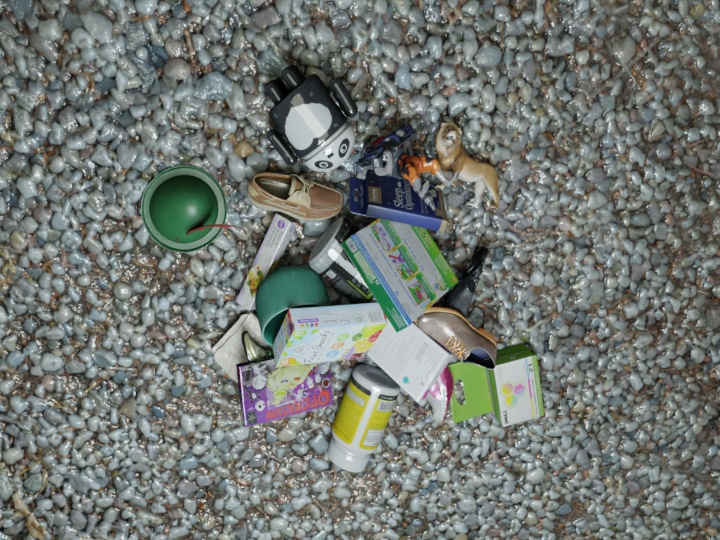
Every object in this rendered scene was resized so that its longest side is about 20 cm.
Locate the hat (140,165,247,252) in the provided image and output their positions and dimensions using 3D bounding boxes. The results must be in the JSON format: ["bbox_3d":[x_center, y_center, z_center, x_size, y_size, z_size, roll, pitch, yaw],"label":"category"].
[{"bbox_3d":[-0.331,-0.106,1.187,0.196,0.176,0.169,-28,106,0],"label":"hat"}]

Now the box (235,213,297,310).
[{"bbox_3d":[-0.192,-0.016,1.295,0.038,0.041,0.204,28,98,13],"label":"box"}]

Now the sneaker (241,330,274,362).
[{"bbox_3d":[-0.173,0.192,1.312,0.088,0.077,0.203,-38,113,-11],"label":"sneaker"}]

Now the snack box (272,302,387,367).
[{"bbox_3d":[-0.061,0.126,1.239,0.194,0.054,0.143,-2,145,-26],"label":"snack box"}]

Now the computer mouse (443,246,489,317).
[{"bbox_3d":[0.213,0.050,1.344,0.051,0.139,0.205,20,114,9],"label":"computer mouse"}]

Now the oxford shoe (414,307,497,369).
[{"bbox_3d":[0.198,0.138,1.287,0.195,0.074,0.072,24,122,-12],"label":"oxford shoe"}]

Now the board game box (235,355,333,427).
[{"bbox_3d":[-0.150,0.231,1.277,0.195,0.032,0.124,-9,101,-29],"label":"board game box"}]

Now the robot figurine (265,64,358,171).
[{"bbox_3d":[-0.095,-0.285,1.203,0.202,0.149,0.125,53,57,-15],"label":"robot figurine"}]

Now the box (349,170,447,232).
[{"bbox_3d":[0.074,-0.143,1.266,0.193,0.123,0.033,10,132,-10],"label":"box"}]

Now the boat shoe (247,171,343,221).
[{"bbox_3d":[-0.126,-0.149,1.248,0.193,0.072,0.078,5,68,-10],"label":"boat shoe"}]

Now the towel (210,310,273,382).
[{"bbox_3d":[-0.211,0.193,1.351,0.133,0.035,0.200,-45,105,5],"label":"towel"}]

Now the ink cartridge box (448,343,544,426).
[{"bbox_3d":[0.298,0.269,1.417,0.194,0.076,0.153,-14,105,-6],"label":"ink cartridge box"}]

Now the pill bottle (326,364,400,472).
[{"bbox_3d":[0.003,0.320,1.370,0.111,0.114,0.205,19,100,-12],"label":"pill bottle"}]

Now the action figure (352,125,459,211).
[{"bbox_3d":[0.067,-0.193,1.231,0.198,0.191,0.107,-34,143,-35],"label":"action figure"}]

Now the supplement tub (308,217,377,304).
[{"bbox_3d":[0.000,0.000,1.288,0.199,0.123,0.123,41,96,-14],"label":"supplement tub"}]

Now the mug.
[{"bbox_3d":[-0.134,0.074,1.286,0.148,0.117,0.187,-20,146,-1],"label":"mug"}]

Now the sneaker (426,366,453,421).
[{"bbox_3d":[0.153,0.234,1.390,0.085,0.081,0.207,-1,108,21],"label":"sneaker"}]

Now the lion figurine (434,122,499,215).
[{"bbox_3d":[0.223,-0.207,1.302,0.197,0.072,0.126,28,71,-28],"label":"lion figurine"}]

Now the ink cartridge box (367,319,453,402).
[{"bbox_3d":[0.087,0.164,1.342,0.199,0.042,0.121,39,101,26],"label":"ink cartridge box"}]

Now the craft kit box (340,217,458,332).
[{"bbox_3d":[0.082,-0.014,1.249,0.196,0.048,0.203,-33,90,-41],"label":"craft kit box"}]
